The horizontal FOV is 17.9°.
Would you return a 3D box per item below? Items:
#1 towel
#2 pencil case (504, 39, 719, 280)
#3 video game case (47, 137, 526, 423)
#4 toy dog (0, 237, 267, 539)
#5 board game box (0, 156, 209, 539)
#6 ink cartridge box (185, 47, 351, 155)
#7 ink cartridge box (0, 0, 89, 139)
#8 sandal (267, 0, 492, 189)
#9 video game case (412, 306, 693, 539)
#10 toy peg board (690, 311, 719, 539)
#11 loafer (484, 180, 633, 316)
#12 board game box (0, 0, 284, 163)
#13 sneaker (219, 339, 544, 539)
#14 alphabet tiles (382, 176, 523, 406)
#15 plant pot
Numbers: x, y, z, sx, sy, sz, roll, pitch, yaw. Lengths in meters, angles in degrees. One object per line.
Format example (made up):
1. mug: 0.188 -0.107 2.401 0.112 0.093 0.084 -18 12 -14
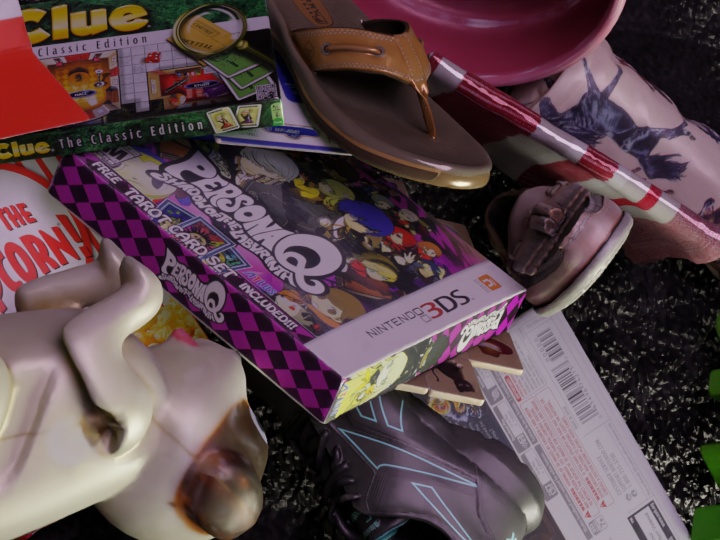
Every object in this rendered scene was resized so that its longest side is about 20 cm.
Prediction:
1. towel: 0.108 -0.061 1.314 0.199 0.144 0.023 31 84 -8
2. pencil case: 0.180 -0.073 1.400 0.200 0.090 0.078 35 104 -12
3. video game case: -0.036 -0.014 1.211 0.200 0.036 0.181 39 32 21
4. toy dog: -0.139 0.078 1.095 0.199 0.139 0.195 7 84 -24
5. board game box: -0.181 0.022 1.197 0.151 0.046 0.200 -36 91 -32
6. ink cartridge box: -0.066 -0.120 1.261 0.099 0.039 0.201 5 42 -27
7. ink cartridge box: -0.249 -0.131 1.152 0.162 0.057 0.200 -15 39 -31
8. sandal: 0.002 -0.117 1.222 0.080 0.054 0.200 -7 49 -39
9. video game case: 0.094 0.142 1.315 0.181 0.023 0.201 -29 89 -32
10. toy peg board: 0.292 0.112 1.393 0.199 0.097 0.201 32 60 -40
11. loafer: 0.102 -0.018 1.284 0.063 0.200 0.072 40 87 -1
12. board game box: -0.143 -0.103 1.188 0.199 0.024 0.105 -8 44 -2
13. sneaker: 0.003 0.095 1.221 0.199 0.075 0.079 34 59 6
14. alphabet tiles: 0.000 0.000 1.257 0.166 0.006 0.200 12 34 -23
15. plant pot: 0.074 -0.239 1.348 0.199 0.200 0.180 30 46 -15
